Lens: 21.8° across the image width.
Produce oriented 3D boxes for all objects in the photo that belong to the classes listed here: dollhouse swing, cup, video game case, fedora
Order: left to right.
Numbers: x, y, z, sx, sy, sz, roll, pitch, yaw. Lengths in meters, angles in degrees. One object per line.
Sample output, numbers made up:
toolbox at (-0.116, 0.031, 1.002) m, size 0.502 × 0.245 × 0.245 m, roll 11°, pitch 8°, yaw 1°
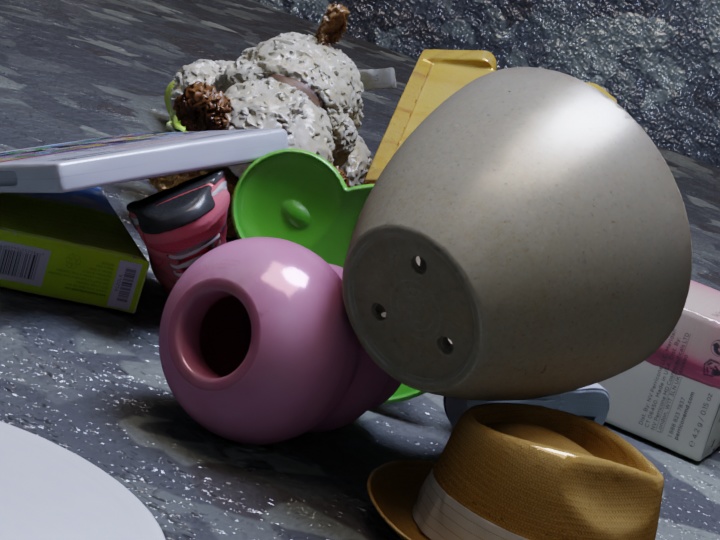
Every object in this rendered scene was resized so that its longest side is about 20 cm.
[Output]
video game case at (-0.182, -0.076, 1.305) m, size 0.200 × 0.023 × 0.182 m, roll -14°, pitch 11°, yaw -43°
dollhouse swing at (0.097, -0.067, 1.558) m, size 0.175 × 0.182 × 0.200 m, roll 20°, pitch 40°, yaw 2°
cup at (0.072, -0.002, 1.097) m, size 0.200 × 0.201 × 0.143 m, roll 26°, pitch 37°, yaw 31°
fedora at (0.106, 0.129, 1.075) m, size 0.200 × 0.082 × 0.201 m, roll 17°, pitch 14°, yaw -4°

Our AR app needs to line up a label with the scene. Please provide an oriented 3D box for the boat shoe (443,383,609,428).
boat shoe at (0.099, 0.088, 1.286) m, size 0.067 × 0.074 × 0.200 m, roll 26°, pitch 2°, yaw 33°

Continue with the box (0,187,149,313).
box at (-0.236, -0.033, 1.370) m, size 0.122 × 0.048 × 0.200 m, roll 12°, pitch 15°, yaw -23°

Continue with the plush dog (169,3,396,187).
plush dog at (-0.062, -0.127, 1.573) m, size 0.200 × 0.161 × 0.172 m, roll 30°, pitch 34°, yaw -8°

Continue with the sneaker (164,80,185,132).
sneaker at (-0.170, -0.170, 1.977) m, size 0.076 × 0.076 × 0.200 m, roll 11°, pitch 13°, yaw -30°

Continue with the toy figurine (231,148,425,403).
toy figurine at (0.000, 0.000, 1.366) m, size 0.200 × 0.150 × 0.184 m, roll 43°, pitch 2°, yaw 4°

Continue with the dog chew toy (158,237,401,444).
dog chew toy at (-0.036, 0.047, 1.165) m, size 0.124 × 0.125 × 0.200 m, roll 25°, pitch 7°, yaw 30°

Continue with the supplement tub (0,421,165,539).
supplement tub at (-0.130, 0.141, 0.442) m, size 0.144 × 0.201 × 0.144 m, roll 16°, pitch 13°, yaw -4°

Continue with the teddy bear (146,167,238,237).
teddy bear at (-0.100, -0.049, 1.621) m, size 0.145 × 0.067 × 0.200 m, roll 33°, pitch 11°, yaw 20°

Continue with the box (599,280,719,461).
box at (0.209, 0.054, 1.473) m, size 0.200 × 0.109 × 0.128 m, roll 23°, pitch 14°, yaw 20°

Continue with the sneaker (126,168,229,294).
sneaker at (-0.116, -0.018, 1.324) m, size 0.074 × 0.087 × 0.200 m, roll -22°, pitch 2°, yaw -6°
